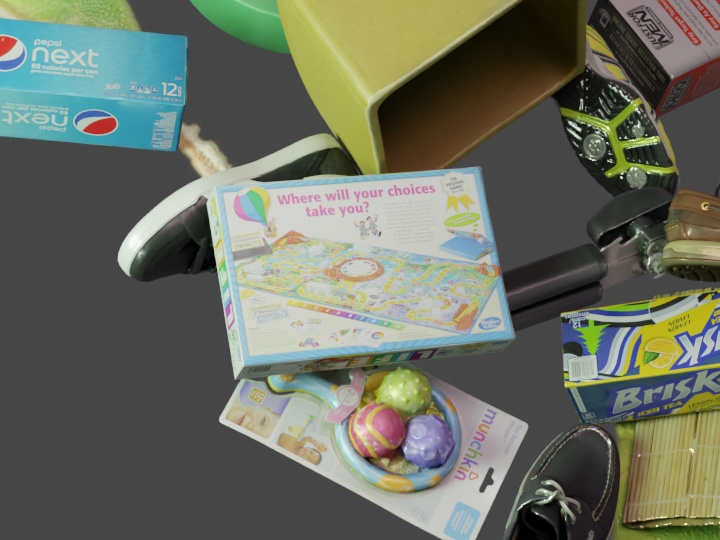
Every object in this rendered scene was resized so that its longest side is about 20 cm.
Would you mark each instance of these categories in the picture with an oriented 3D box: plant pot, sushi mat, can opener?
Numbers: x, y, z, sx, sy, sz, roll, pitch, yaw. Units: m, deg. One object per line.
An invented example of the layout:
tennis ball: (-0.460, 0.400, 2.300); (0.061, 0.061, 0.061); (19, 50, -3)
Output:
plant pot: (0.032, -0.205, 1.573); (0.195, 0.194, 0.200); (-35, 70, -9)
sushi mat: (0.251, 0.098, 1.560); (0.096, 0.012, 0.200); (-4, 54, 25)
can opener: (0.160, -0.001, 1.608); (0.200, 0.053, 0.066); (-23, 51, -22)

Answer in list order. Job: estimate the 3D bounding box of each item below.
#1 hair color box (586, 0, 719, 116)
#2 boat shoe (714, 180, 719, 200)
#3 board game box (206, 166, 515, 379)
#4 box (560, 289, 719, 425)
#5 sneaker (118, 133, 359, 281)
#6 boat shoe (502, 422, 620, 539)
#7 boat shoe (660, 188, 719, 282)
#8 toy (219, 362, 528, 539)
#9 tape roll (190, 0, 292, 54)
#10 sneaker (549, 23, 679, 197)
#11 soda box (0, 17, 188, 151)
hair color box: (0.294, -0.212, 1.754); (0.200, 0.061, 0.102); (-25, 67, -25)
boat shoe: (0.311, -0.049, 1.660); (0.066, 0.070, 0.200); (-3, 68, -15)
board game box: (0.000, 0.000, 1.514); (0.200, 0.034, 0.135); (-5, 72, -16)
box: (0.248, 0.058, 1.530); (0.200, 0.070, 0.064); (-8, 58, 15)
sneaker: (-0.068, -0.020, 1.554); (0.200, 0.073, 0.112); (-28, 67, -27)
boat shoe: (0.137, 0.181, 1.482); (0.073, 0.063, 0.200); (28, 58, 6)
boat shoe: (0.324, -0.025, 1.578); (0.200, 0.072, 0.068); (5, 77, 0)
toy: (0.014, 0.101, 1.514); (0.200, 0.047, 0.115); (26, 59, 5)
tape roll: (-0.052, -0.268, 1.723); (0.200, 0.048, 0.201); (6, 58, -9)
sneaker: (0.193, -0.139, 1.681); (0.200, 0.075, 0.076); (56, 34, 8)
soda box: (-0.232, -0.141, 1.599); (0.200, 0.064, 0.068); (5, 58, -9)
